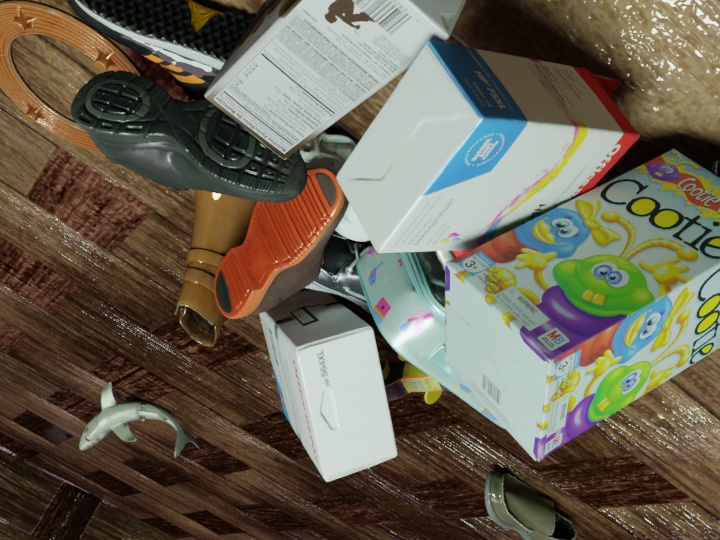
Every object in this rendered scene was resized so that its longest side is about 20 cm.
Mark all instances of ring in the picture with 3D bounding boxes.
[{"bbox_3d":[-0.291,-0.180,0.868,0.200,0.019,0.201,18,150,11],"label":"ring"}]

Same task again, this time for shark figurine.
[{"bbox_3d":[-0.406,0.274,1.630,0.214,0.129,0.090,3,174,1],"label":"shark figurine"}]

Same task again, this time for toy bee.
[{"bbox_3d":[0.054,0.117,1.005,0.200,0.109,0.131,-10,140,44],"label":"toy bee"}]

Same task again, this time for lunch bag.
[{"bbox_3d":[0.094,0.053,0.816,0.200,0.161,0.077,35,108,-30],"label":"lunch bag"}]

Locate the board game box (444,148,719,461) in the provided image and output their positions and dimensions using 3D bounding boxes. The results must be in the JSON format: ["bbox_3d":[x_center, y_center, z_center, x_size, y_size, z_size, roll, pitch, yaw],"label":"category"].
[{"bbox_3d":[0.167,0.017,0.589,0.105,0.200,0.103,47,153,39],"label":"board game box"}]

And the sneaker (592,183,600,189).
[{"bbox_3d":[0.173,-0.008,0.756,0.095,0.079,0.200,8,146,22],"label":"sneaker"}]

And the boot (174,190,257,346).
[{"bbox_3d":[-0.151,-0.032,0.866,0.076,0.156,0.200,15,149,15],"label":"boot"}]

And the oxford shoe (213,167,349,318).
[{"bbox_3d":[-0.061,-0.026,0.794,0.072,0.071,0.200,-5,154,-41],"label":"oxford shoe"}]

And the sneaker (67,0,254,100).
[{"bbox_3d":[-0.149,-0.178,0.719,0.200,0.070,0.090,22,147,-1],"label":"sneaker"}]

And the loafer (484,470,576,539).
[{"bbox_3d":[0.250,0.348,1.281,0.070,0.075,0.200,-20,134,35],"label":"loafer"}]

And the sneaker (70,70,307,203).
[{"bbox_3d":[-0.135,-0.099,0.723,0.199,0.076,0.091,22,156,11],"label":"sneaker"}]

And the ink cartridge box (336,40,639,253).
[{"bbox_3d":[0.098,-0.074,0.579,0.200,0.067,0.116,-3,143,-41],"label":"ink cartridge box"}]

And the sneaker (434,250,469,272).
[{"bbox_3d":[0.129,-0.009,0.686,0.200,0.077,0.085,37,124,-27],"label":"sneaker"}]

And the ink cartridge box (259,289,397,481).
[{"bbox_3d":[-0.039,0.114,0.944,0.200,0.084,0.146,-148,45,-69],"label":"ink cartridge box"}]

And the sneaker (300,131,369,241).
[{"bbox_3d":[-0.048,-0.100,0.785,0.200,0.071,0.080,24,146,-16],"label":"sneaker"}]

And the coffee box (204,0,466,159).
[{"bbox_3d":[-0.012,-0.171,0.593,0.080,0.113,0.200,36,148,-20],"label":"coffee box"}]

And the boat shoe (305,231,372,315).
[{"bbox_3d":[0.000,0.000,0.895,0.200,0.072,0.068,33,151,-20],"label":"boat shoe"}]

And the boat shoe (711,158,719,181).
[{"bbox_3d":[0.263,-0.020,0.680,0.091,0.071,0.200,5,146,26],"label":"boat shoe"}]
